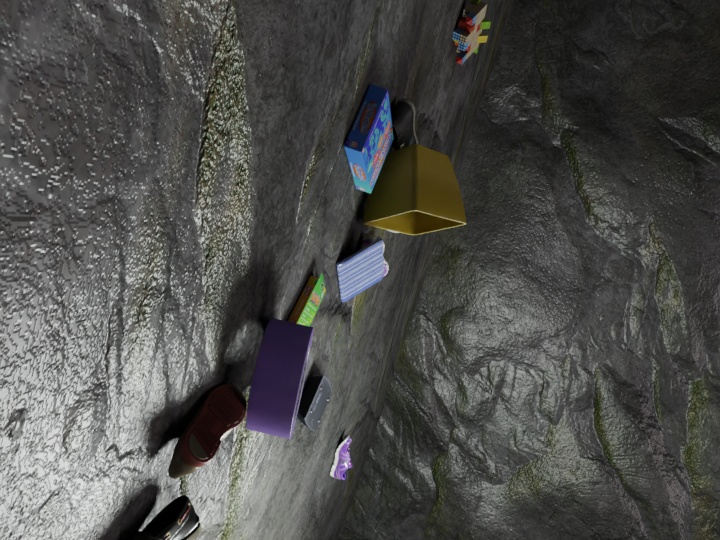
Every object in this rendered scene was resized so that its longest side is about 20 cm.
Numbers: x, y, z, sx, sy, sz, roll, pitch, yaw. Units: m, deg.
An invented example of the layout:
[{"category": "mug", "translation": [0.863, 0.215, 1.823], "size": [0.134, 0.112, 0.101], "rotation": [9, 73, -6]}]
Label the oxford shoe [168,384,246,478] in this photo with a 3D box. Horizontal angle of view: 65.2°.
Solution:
[{"category": "oxford shoe", "translation": [-0.245, 0.250, 0.897], "size": [0.075, 0.071, 0.200], "rotation": [-41, -177, 20]}]

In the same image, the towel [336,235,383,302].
[{"category": "towel", "translation": [0.000, 0.000, 1.493], "size": [0.143, 0.024, 0.202], "rotation": [-31, 153, -15]}]

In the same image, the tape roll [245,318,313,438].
[{"category": "tape roll", "translation": [-0.146, 0.197, 1.037], "size": [0.200, 0.082, 0.206], "rotation": [-167, -91, -88]}]

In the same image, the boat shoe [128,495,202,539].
[{"category": "boat shoe", "translation": [-0.313, 0.404, 0.802], "size": [0.200, 0.072, 0.065], "rotation": [-32, 105, -56]}]

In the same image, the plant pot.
[{"category": "plant pot", "translation": [0.138, -0.207, 1.443], "size": [0.196, 0.197, 0.182], "rotation": [8, 80, -40]}]

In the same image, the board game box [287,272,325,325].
[{"category": "board game box", "translation": [-0.128, 0.106, 1.221], "size": [0.096, 0.029, 0.203], "rotation": [86, 29, -62]}]

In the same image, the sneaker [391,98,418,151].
[{"category": "sneaker", "translation": [0.096, -0.332, 1.464], "size": [0.107, 0.073, 0.202], "rotation": [-57, 154, -29]}]

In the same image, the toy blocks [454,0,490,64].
[{"category": "toy blocks", "translation": [0.353, -0.785, 1.862], "size": [0.137, 0.098, 0.202], "rotation": [-50, 159, -29]}]

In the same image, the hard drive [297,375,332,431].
[{"category": "hard drive", "translation": [-0.128, 0.367, 1.566], "size": [0.201, 0.041, 0.138], "rotation": [79, 32, -66]}]

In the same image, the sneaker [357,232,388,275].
[{"category": "sneaker", "translation": [0.025, -0.020, 1.600], "size": [0.090, 0.079, 0.201], "rotation": [-58, 159, -20]}]

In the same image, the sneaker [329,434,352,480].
[{"category": "sneaker", "translation": [-0.064, 0.778, 2.347], "size": [0.081, 0.081, 0.206], "rotation": [-37, 143, -68]}]

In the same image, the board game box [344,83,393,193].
[{"category": "board game box", "translation": [0.023, -0.286, 1.253], "size": [0.200, 0.044, 0.156], "rotation": [67, 43, -73]}]
